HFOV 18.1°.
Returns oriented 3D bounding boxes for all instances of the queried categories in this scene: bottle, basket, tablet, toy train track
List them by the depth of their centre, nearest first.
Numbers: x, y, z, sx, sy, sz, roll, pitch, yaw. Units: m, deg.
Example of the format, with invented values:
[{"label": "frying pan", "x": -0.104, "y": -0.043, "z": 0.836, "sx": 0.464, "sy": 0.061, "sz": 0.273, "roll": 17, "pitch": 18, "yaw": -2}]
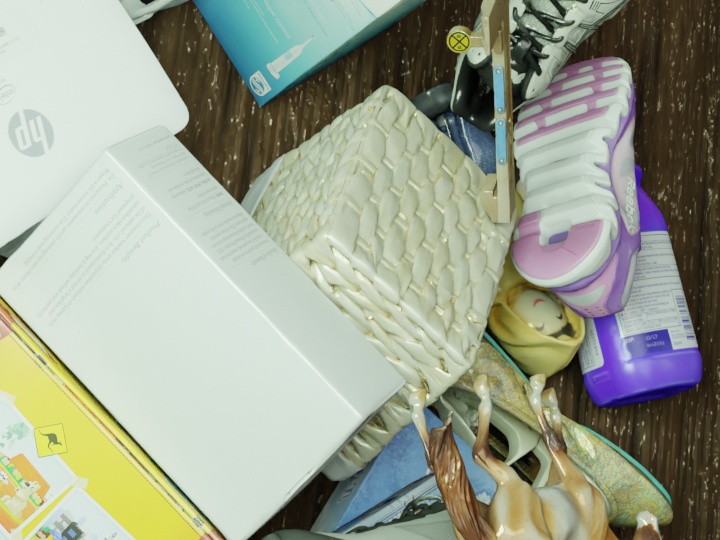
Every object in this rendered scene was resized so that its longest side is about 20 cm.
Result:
[{"label": "tablet", "x": -0.198, "y": -0.093, "z": 1.264, "sx": 0.200, "sy": 0.014, "sz": 0.131, "roll": -36, "pitch": 95, "yaw": -34}, {"label": "toy train track", "x": 0.070, "y": -0.121, "z": 1.309, "sx": 0.115, "sy": 0.032, "sz": 0.201, "roll": -67, "pitch": 156, "yaw": -57}, {"label": "basket", "x": 0.000, "y": 0.000, "z": 1.336, "sx": 0.135, "sy": 0.123, "sz": 0.200, "roll": 42, "pitch": 31, "yaw": -14}, {"label": "bottle", "x": 0.170, "y": -0.011, "z": 1.524, "sx": 0.083, "sy": 0.065, "sz": 0.202, "roll": -6, "pitch": 77, "yaw": -39}]

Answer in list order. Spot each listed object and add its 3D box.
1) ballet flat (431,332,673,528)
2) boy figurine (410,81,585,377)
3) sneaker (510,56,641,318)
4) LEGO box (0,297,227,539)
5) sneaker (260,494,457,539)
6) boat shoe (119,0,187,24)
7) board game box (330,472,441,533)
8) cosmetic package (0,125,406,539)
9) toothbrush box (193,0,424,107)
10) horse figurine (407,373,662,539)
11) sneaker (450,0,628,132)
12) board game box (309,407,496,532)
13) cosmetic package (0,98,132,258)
[{"label": "ballet flat", "x": 0.111, "y": 0.116, "z": 1.446, "sx": 0.200, "sy": 0.071, "sz": 0.071, "roll": 42, "pitch": 57, "yaw": -7}, {"label": "boy figurine", "x": 0.082, "y": -0.023, "z": 1.474, "sx": 0.124, "sy": 0.064, "sz": 0.201, "roll": -16, "pitch": 81, "yaw": -41}, {"label": "sneaker", "x": 0.148, "y": -0.049, "z": 1.459, "sx": 0.089, "sy": 0.080, "sz": 0.201, "roll": 49, "pitch": 38, "yaw": -38}, {"label": "LEGO box", "x": -0.187, "y": 0.130, "z": 1.207, "sx": 0.149, "sy": 0.077, "sz": 0.200, "roll": -43, "pitch": 100, "yaw": -4}, {"label": "sneaker", "x": 0.025, "y": 0.163, "z": 1.253, "sx": 0.199, "sy": 0.074, "sz": 0.080, "roll": 12, "pitch": 58, "yaw": -34}, {"label": "boat shoe", "x": -0.160, "y": -0.177, "z": 1.370, "sx": 0.200, "sy": 0.065, "sz": 0.074, "roll": -35, "pitch": 94, "yaw": -36}, {"label": "board game box", "x": 0.017, "y": 0.219, "z": 1.302, "sx": 0.200, "sy": 0.062, "sz": 0.200, "roll": 50, "pitch": 57, "yaw": -7}, {"label": "cosmetic package", "x": -0.087, "y": 0.034, "z": 1.215, "sx": 0.200, "sy": 0.113, "sz": 0.081, "roll": 47, "pitch": 23, "yaw": 2}, {"label": "toothbrush box", "x": 0.010, "y": -0.199, "z": 1.403, "sx": 0.146, "sy": 0.200, "sz": 0.086, "roll": -35, "pitch": 94, "yaw": -34}, {"label": "horse figurine", "x": 0.093, "y": 0.123, "z": 1.246, "sx": 0.199, "sy": 0.050, "sz": 0.133, "roll": 5, "pitch": 63, "yaw": -53}, {"label": "sneaker", "x": 0.112, "y": -0.148, "z": 1.382, "sx": 0.075, "sy": 0.200, "sz": 0.088, "roll": 29, "pitch": 63, "yaw": -1}, {"label": "board game box", "x": 0.049, "y": 0.217, "z": 1.385, "sx": 0.199, "sy": 0.043, "sz": 0.201, "roll": 41, "pitch": 58, "yaw": -13}, {"label": "cosmetic package", "x": -0.232, "y": -0.081, "z": 1.290, "sx": 0.199, "sy": 0.074, "sz": 0.102, "roll": 23, "pitch": 63, "yaw": -22}]
